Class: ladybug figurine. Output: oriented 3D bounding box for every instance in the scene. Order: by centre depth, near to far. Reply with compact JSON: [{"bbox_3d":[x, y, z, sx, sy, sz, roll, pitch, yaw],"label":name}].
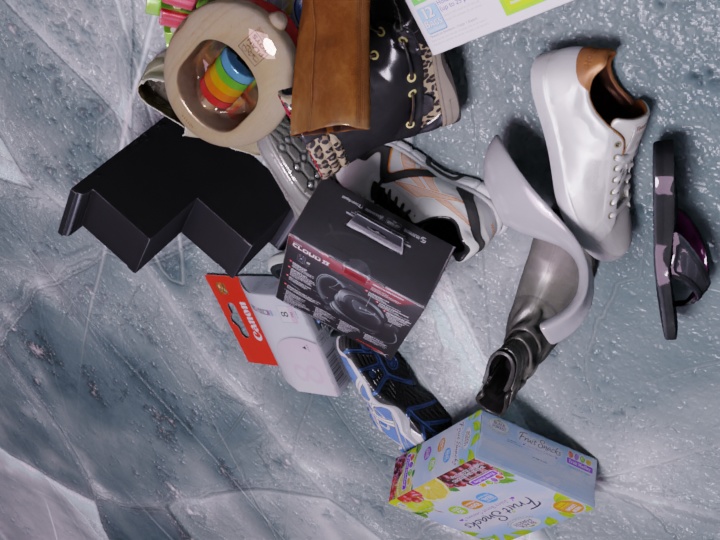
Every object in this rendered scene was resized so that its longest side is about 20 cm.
[{"bbox_3d":[-0.120,-0.201,0.951,0.136,0.072,0.199,50,141,-11],"label":"ladybug figurine"}]

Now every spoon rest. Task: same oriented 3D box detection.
[{"bbox_3d":[0.160,-0.037,0.861,0.060,0.202,0.099,-22,151,13],"label":"spoon rest"}]

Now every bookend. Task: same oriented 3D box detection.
[{"bbox_3d":[-0.198,-0.058,1.100,0.200,0.199,0.092,40,141,0],"label":"bookend"}]

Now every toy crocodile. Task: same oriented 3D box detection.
[{"bbox_3d":[-0.176,-0.291,0.959,0.067,0.062,0.200,8,146,-15],"label":"toy crocodile"}]

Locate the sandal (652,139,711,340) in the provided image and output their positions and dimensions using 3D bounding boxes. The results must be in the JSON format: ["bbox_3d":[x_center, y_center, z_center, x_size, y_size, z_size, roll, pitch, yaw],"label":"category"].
[{"bbox_3d":[0.282,-0.018,0.842,0.047,0.076,0.202,-1,126,18],"label":"sandal"}]

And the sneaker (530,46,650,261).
[{"bbox_3d":[0.212,-0.095,0.825,0.084,0.073,0.201,0,123,43],"label":"sneaker"}]

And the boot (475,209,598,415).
[{"bbox_3d":[0.170,0.050,0.944,0.067,0.131,0.201,25,137,20],"label":"boot"}]

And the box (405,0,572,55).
[{"bbox_3d":[0.125,-0.259,0.727,0.199,0.101,0.113,-12,116,45],"label":"box"}]

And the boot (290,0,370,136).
[{"bbox_3d":[-0.037,-0.211,0.787,0.188,0.068,0.202,14,105,53],"label":"boot"}]

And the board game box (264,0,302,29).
[{"bbox_3d":[-0.065,-0.265,0.933,0.135,0.034,0.200,40,141,3],"label":"board game box"}]

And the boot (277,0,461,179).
[{"bbox_3d":[-0.003,-0.182,0.851,0.073,0.150,0.201,61,179,46],"label":"boot"}]

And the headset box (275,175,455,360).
[{"bbox_3d":[0.000,0.000,0.971,0.148,0.078,0.200,28,156,3],"label":"headset box"}]

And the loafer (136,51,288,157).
[{"bbox_3d":[-0.168,-0.175,1.072,0.199,0.068,0.076,27,138,18],"label":"loafer"}]

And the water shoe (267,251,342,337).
[{"bbox_3d":[-0.035,0.035,1.128,0.198,0.080,0.071,17,168,28],"label":"water shoe"}]

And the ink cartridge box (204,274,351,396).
[{"bbox_3d":[-0.120,0.084,1.284,0.198,0.057,0.164,-1,124,35],"label":"ink cartridge box"}]

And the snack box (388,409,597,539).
[{"bbox_3d":[0.155,0.253,1.148,0.167,0.068,0.200,25,145,-18],"label":"snack box"}]

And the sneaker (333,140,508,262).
[{"bbox_3d":[0.050,-0.074,0.976,0.199,0.080,0.074,24,139,24],"label":"sneaker"}]

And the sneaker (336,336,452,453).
[{"bbox_3d":[0.029,0.158,1.202,0.077,0.076,0.201,-26,105,44],"label":"sneaker"}]

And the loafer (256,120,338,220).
[{"bbox_3d":[-0.053,-0.077,1.053,0.069,0.070,0.201,-11,125,42],"label":"loafer"}]
